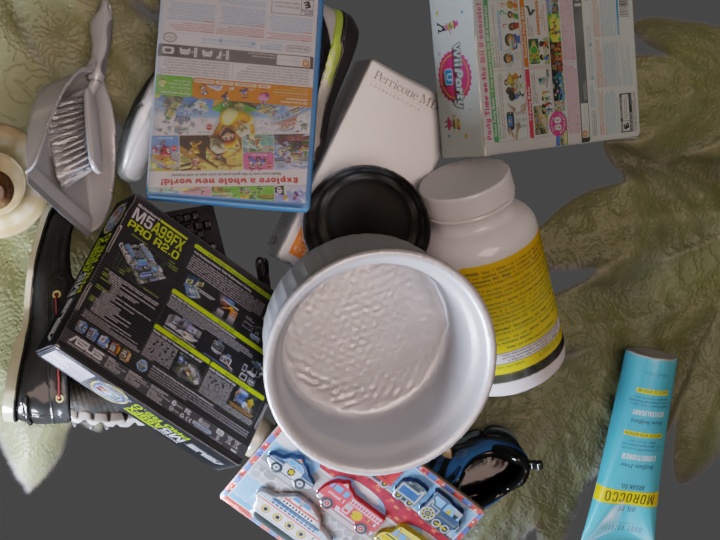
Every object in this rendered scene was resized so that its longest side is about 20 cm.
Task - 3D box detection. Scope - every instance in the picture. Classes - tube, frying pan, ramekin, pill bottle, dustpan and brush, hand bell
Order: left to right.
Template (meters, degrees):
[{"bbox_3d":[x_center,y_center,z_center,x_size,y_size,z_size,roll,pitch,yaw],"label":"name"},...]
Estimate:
[{"bbox_3d":[-0.309,-0.070,1.370,0.104,0.200,0.105,-1,96,-12],"label":"hand bell"},{"bbox_3d":[-0.243,-0.148,1.436,0.057,0.140,0.201,-11,67,12],"label":"dustpan and brush"},{"bbox_3d":[0.009,0.065,1.400,0.199,0.098,0.201,-3,107,-10],"label":"ramekin"},{"bbox_3d":[0.016,-0.005,1.453,0.114,0.031,0.191,-13,108,11],"label":"frying pan"},{"bbox_3d":[0.116,0.004,1.492,0.112,0.112,0.201,-20,116,-10],"label":"pill bottle"},{"bbox_3d":[0.269,0.177,1.604,0.077,0.050,0.201,7,99,-5],"label":"tube"}]

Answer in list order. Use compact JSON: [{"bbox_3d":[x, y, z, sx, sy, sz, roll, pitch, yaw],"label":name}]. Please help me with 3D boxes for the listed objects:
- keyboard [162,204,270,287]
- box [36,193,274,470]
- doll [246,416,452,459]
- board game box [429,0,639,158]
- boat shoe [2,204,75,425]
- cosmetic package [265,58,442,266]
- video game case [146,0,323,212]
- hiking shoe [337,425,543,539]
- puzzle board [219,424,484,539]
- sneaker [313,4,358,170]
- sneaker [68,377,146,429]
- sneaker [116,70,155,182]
[{"bbox_3d":[-0.121,0.038,1.487,0.127,0.021,0.201,-12,86,-37],"label":"keyboard"},{"bbox_3d":[-0.159,0.055,1.419,0.200,0.044,0.161,36,61,-22],"label":"box"},{"bbox_3d":[-0.018,0.143,1.518,0.199,0.048,0.137,-7,98,5],"label":"doll"},{"bbox_3d":[0.163,-0.185,1.495,0.199,0.064,0.148,-9,97,-37],"label":"board game box"},{"bbox_3d":[-0.268,0.039,1.430,0.063,0.074,0.202,5,66,-3],"label":"boat shoe"},{"bbox_3d":[0.002,-0.083,1.503,0.101,0.071,0.201,25,89,-13],"label":"cosmetic package"},{"bbox_3d":[-0.108,-0.156,1.422,0.142,0.018,0.201,4,84,-8],"label":"video game case"},{"bbox_3d":[0.067,0.203,1.537,0.199,0.087,0.075,-25,100,-9],"label":"hiking shoe"},{"bbox_3d":[-0.009,0.216,1.503,0.200,0.017,0.151,37,111,-7],"label":"puzzle board"},{"bbox_3d":[-0.070,-0.157,1.481,0.083,0.072,0.201,21,80,-22],"label":"sneaker"},{"bbox_3d":[-0.205,0.099,1.481,0.199,0.066,0.091,6,91,-16],"label":"sneaker"},{"bbox_3d":[-0.153,-0.162,1.463,0.080,0.070,0.201,29,88,-16],"label":"sneaker"}]
